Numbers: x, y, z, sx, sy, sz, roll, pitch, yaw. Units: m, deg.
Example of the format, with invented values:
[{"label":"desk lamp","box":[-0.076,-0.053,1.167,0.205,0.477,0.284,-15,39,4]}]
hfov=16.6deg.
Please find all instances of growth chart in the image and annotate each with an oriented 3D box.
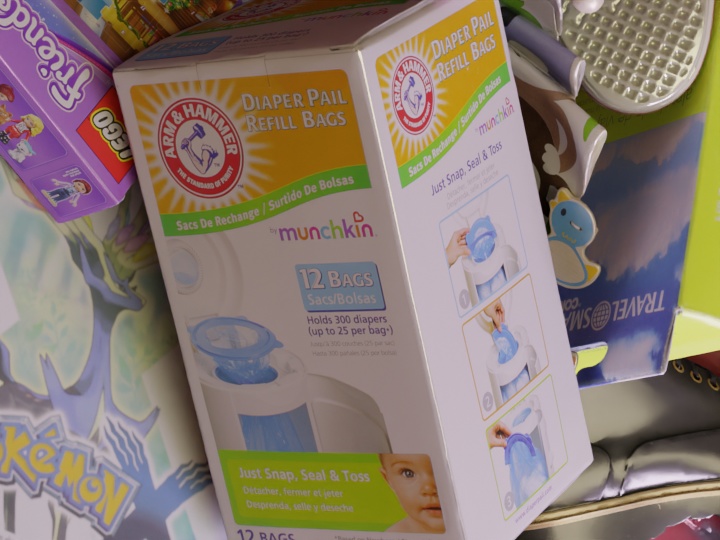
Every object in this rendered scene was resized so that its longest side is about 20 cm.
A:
[{"label":"growth chart","box":[0.040,-0.043,0.975,0.018,0.145,0.201,-15,122,-45]}]

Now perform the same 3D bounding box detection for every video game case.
[{"label":"video game case","box":[-0.100,0.036,0.930,0.200,0.022,0.183,27,62,-34]}]

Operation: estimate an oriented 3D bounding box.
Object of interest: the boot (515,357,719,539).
[{"label":"boot","box":[0.135,0.039,1.089,0.199,0.077,0.139,-17,99,-27]}]

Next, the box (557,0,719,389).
[{"label":"box","box":[0.119,-0.041,1.002,0.048,0.122,0.201,19,72,-26]}]

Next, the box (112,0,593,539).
[{"label":"box","box":[0.000,0.000,0.917,0.101,0.112,0.201,-35,118,-52]}]

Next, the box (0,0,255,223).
[{"label":"box","box":[-0.126,-0.137,0.907,0.200,0.039,0.137,53,48,-22]}]

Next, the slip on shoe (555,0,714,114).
[{"label":"slip on shoe","box":[0.097,-0.150,0.990,0.074,0.061,0.201,-15,66,4]}]
